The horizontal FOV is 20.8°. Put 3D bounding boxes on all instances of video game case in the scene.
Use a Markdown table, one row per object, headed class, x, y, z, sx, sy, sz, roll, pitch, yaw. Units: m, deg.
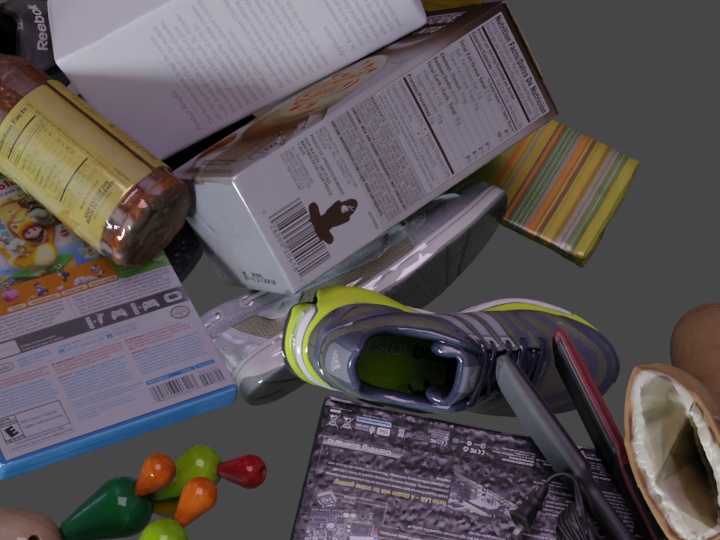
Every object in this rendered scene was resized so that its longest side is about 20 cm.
| class | x | y | z | sx | sy | sz | roll | pitch | yaw |
| --- | --- | --- | --- | --- | --- | --- | --- | --- | --- |
| video game case | -0.176 | 0.015 | 1.117 | 0.143 | 0.018 | 0.200 | -18 | 59 | -24 |

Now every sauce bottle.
| class | x | y | z | sx | sy | sz | roll | pitch | yaw |
| --- | --- | --- | --- | --- | --- | --- | --- | --- | --- |
| sauce bottle | -0.188 | -0.081 | 1.138 | 0.200 | 0.066 | 0.066 | 39 | 69 | 18 |

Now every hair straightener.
| class | x | y | z | sx | sy | sz | roll | pitch | yaw |
| --- | --- | --- | --- | --- | --- | --- | --- | --- | --- |
| hair straightener | 0.116 | 0.130 | 1.030 | 0.077 | 0.041 | 0.200 | -21 | 69 | -10 |

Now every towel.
| class | x | y | z | sx | sy | sz | roll | pitch | yaw |
| --- | --- | --- | --- | --- | --- | --- | --- | --- | --- |
| towel | 0.072 | -0.078 | 1.242 | 0.200 | 0.018 | 0.086 | 27 | 62 | 13 |

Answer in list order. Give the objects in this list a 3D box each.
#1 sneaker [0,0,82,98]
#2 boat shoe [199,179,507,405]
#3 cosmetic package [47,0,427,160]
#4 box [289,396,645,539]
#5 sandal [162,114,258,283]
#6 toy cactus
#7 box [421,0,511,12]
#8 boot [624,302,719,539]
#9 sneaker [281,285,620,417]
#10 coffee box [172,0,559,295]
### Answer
| class | x | y | z | sx | sy | sz | roll | pitch | yaw |
| --- | --- | --- | --- | --- | --- | --- | --- | --- | --- |
| sneaker | -0.186 | -0.137 | 1.227 | 0.200 | 0.091 | 0.067 | -23 | 66 | -12 |
| boat shoe | -0.001 | 0.001 | 1.169 | 0.202 | 0.074 | 0.065 | -36 | 73 | -10 |
| cosmetic package | -0.074 | -0.154 | 1.163 | 0.200 | 0.102 | 0.071 | -26 | 43 | 9 |
| box | 0.059 | 0.175 | 1.071 | 0.199 | 0.086 | 0.164 | 10 | 63 | 5 |
| sandal | -0.121 | -0.023 | 1.200 | 0.075 | 0.048 | 0.200 | 31 | 54 | 16 |
| toy cactus | -0.153 | 0.168 | 1.085 | 0.165 | 0.102 | 0.200 | 17 | 65 | 29 |
| box | 0.009 | -0.256 | 1.224 | 0.199 | 0.193 | 0.122 | 12 | 53 | 5 |
| boot | 0.190 | 0.077 | 1.057 | 0.066 | 0.200 | 0.175 | -32 | 64 | 18 |
| sneaker | 0.059 | 0.056 | 1.110 | 0.199 | 0.081 | 0.074 | 3 | 104 | -20 |
| coffee box | 0.000 | -0.073 | 1.150 | 0.200 | 0.114 | 0.080 | -35 | 107 | -20 |
